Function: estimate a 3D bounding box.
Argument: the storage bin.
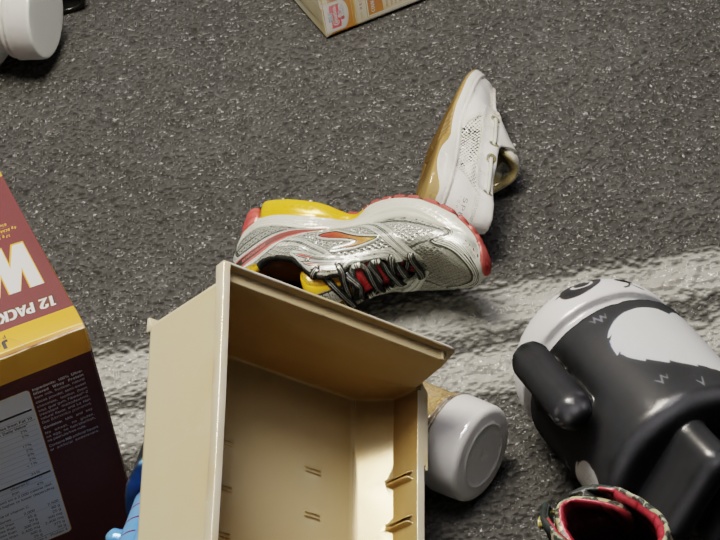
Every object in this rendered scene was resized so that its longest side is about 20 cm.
[{"bbox_3d":[-0.033,0.128,1.414,0.094,0.198,0.201,-31,49,44],"label":"storage bin"}]

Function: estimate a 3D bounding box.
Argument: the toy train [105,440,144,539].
[{"bbox_3d":[-0.103,0.173,1.484,0.114,0.087,0.200,16,47,3],"label":"toy train"}]

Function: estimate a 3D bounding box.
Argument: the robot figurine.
[{"bbox_3d":[0.183,0.090,1.507,0.125,0.150,0.200,-32,44,-6],"label":"robot figurine"}]

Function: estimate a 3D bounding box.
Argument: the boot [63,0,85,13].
[{"bbox_3d":[-0.335,-0.285,2.105,0.199,0.068,0.131,0,47,13],"label":"boot"}]

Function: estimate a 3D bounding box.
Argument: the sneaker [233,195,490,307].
[{"bbox_3d":[0.000,0.000,1.688,0.199,0.078,0.082,-2,44,25],"label":"sneaker"}]

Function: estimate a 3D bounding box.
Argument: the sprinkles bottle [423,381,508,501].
[{"bbox_3d":[0.002,0.092,1.586,0.200,0.068,0.068,21,49,31],"label":"sprinkles bottle"}]

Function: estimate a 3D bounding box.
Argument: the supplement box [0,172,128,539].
[{"bbox_3d":[-0.254,0.078,1.554,0.132,0.200,0.197,-21,41,-14],"label":"supplement box"}]

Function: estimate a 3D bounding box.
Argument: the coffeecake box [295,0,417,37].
[{"bbox_3d":[0.022,-0.302,2.041,0.200,0.073,0.154,-23,43,-14],"label":"coffeecake box"}]

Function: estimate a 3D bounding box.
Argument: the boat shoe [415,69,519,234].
[{"bbox_3d":[0.087,-0.084,1.785,0.069,0.071,0.200,23,36,-3],"label":"boat shoe"}]

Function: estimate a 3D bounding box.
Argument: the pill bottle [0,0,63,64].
[{"bbox_3d":[-0.362,-0.224,2.000,0.199,0.111,0.111,2,42,15],"label":"pill bottle"}]

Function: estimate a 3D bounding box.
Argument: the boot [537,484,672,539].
[{"bbox_3d":[0.133,0.183,1.373,0.073,0.154,0.203,-32,33,-21],"label":"boot"}]
